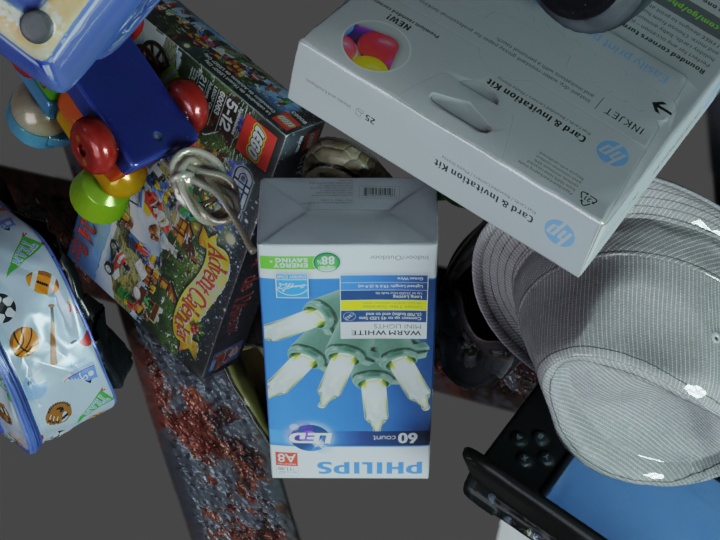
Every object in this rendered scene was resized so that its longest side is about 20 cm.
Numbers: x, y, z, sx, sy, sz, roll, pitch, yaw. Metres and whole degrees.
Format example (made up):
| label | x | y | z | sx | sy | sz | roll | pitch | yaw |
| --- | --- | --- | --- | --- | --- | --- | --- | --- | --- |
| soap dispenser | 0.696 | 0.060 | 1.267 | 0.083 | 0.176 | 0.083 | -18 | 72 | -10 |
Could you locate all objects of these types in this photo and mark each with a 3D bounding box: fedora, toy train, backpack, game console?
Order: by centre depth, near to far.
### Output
| label | x | y | z | sx | sy | sz | roll | pitch | yaw |
| --- | --- | --- | --- | --- | --- | --- | --- | --- | --- |
| fedora | 0.148 | 0.047 | 0.917 | 0.176 | 0.091 | 0.200 | -23 | 129 | 36 |
| game console | 0.165 | 0.130 | 0.959 | 0.199 | 0.176 | 0.117 | 34 | 140 | 12 |
| toy train | -0.141 | -0.062 | 1.034 | 0.201 | 0.084 | 0.116 | 55 | 145 | 11 |
| backpack | -0.257 | 0.039 | 1.232 | 0.190 | 0.154 | 0.201 | 15 | 137 | 55 |

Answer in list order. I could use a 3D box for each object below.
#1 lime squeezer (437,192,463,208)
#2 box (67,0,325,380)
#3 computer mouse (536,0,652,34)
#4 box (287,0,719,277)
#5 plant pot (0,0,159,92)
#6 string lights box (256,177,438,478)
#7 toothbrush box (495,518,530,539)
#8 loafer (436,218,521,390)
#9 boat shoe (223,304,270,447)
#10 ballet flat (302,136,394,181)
| label | x | y | z | sx | sy | sz | roll | pitch | yaw |
| --- | --- | --- | --- | --- | --- | --- | --- | --- | --- |
| lime squeezer | 0.057 | -0.081 | 0.983 | 0.071 | 0.037 | 0.201 | 59 | 152 | 32 |
| box | -0.109 | -0.049 | 1.089 | 0.136 | 0.038 | 0.201 | 40 | 130 | 23 |
| computer mouse | 0.097 | -0.195 | 0.776 | 0.139 | 0.052 | 0.201 | -48 | 54 | 45 |
| box | 0.086 | -0.107 | 0.794 | 0.155 | 0.200 | 0.041 | 32 | 141 | 12 |
| plant pot | -0.152 | -0.218 | 0.833 | 0.199 | 0.180 | 0.200 | 38 | 109 | -12 |
| string lights box | -0.006 | 0.038 | 1.031 | 0.102 | 0.059 | 0.201 | 0 | 134 | 1 |
| toothbrush box | 0.183 | 0.219 | 1.096 | 0.199 | 0.086 | 0.146 | 25 | 138 | 20 |
| loafer | 0.078 | 0.011 | 1.015 | 0.072 | 0.063 | 0.201 | 35 | 140 | 11 |
| boat shoe | -0.077 | 0.036 | 1.167 | 0.073 | 0.065 | 0.201 | -13 | 115 | 47 |
| ballet flat | 0.000 | 0.000 | 1.062 | 0.067 | 0.046 | 0.201 | 19 | 145 | 26 |
